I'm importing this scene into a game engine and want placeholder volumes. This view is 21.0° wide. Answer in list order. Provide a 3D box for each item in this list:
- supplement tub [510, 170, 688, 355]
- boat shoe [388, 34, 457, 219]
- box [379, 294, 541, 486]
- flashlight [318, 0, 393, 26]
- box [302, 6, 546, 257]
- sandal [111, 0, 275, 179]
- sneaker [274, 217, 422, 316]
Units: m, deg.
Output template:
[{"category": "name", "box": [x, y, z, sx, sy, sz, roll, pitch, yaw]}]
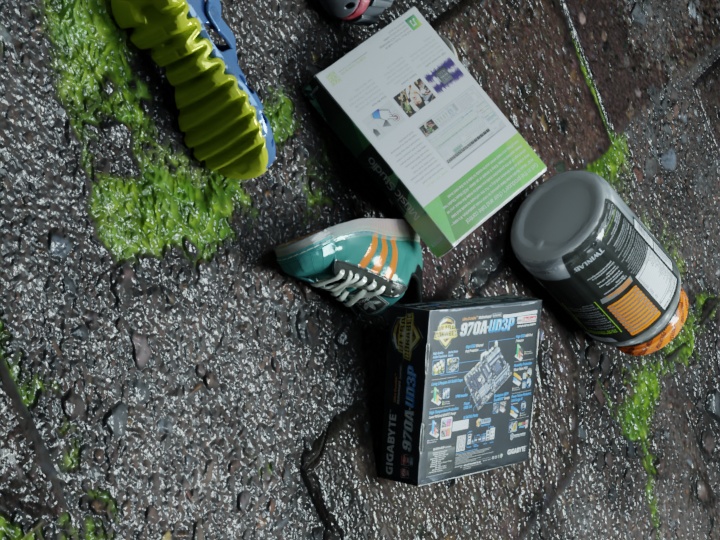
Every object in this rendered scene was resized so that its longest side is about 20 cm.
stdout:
[{"category": "supplement tub", "box": [0.255, -0.003, 2.029, 0.200, 0.122, 0.123, 44, 46, -38]}, {"category": "boat shoe", "box": [0.070, -0.122, 1.869, 0.093, 0.074, 0.201, 52, 41, -53]}, {"category": "box", "box": [0.095, 0.107, 1.799, 0.199, 0.046, 0.160, -5, 100, -54]}, {"category": "flashlight", "box": [-0.054, -0.264, 1.742, 0.199, 0.068, 0.068, 1, 53, -51]}, {"category": "box", "box": [0.060, -0.128, 1.781, 0.144, 0.036, 0.200, -38, 86, -33]}, {"category": "sandal", "box": [-0.123, -0.170, 1.601, 0.201, 0.079, 0.087, 64, 34, -20]}, {"category": "sneaker", "box": [0.000, 0.000, 1.716, 0.199, 0.071, 0.081, -5, 79, -56]}]
